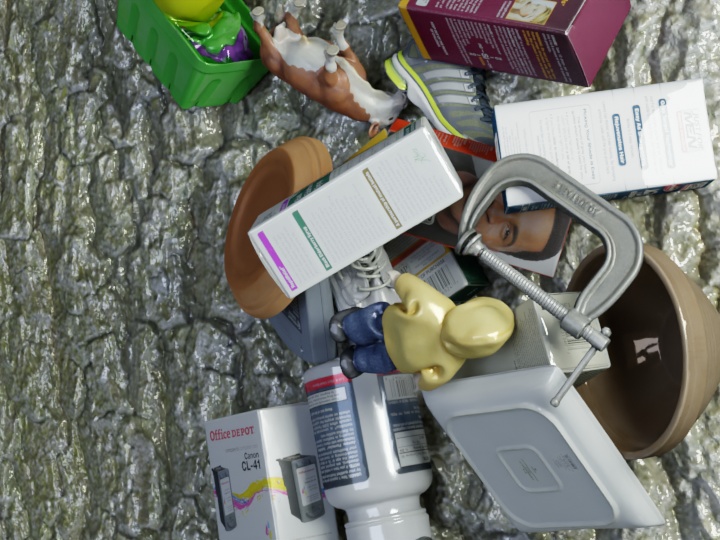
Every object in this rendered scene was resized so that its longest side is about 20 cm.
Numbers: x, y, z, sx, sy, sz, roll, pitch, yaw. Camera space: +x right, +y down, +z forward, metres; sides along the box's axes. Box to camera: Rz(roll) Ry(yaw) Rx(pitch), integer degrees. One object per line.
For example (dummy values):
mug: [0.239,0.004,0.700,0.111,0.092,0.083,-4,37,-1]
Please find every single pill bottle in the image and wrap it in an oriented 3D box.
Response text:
pill bottle: [0.013,0.195,1.535,0.119,0.119,0.201,-17,79,34]

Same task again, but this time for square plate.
square plate: [0.168,0.183,1.386,0.198,0.028,0.200,-15,116,52]

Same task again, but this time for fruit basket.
fruit basket: [-0.188,-0.316,1.665,0.215,0.155,0.217,13,109,43]

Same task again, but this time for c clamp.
c clamp: [0.163,-0.006,1.300,0.171,0.027,0.200,-47,69,2]

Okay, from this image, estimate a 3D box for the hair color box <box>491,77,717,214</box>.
hair color box: [0.230,-0.117,1.366,0.199,0.061,0.101,-7,84,2]

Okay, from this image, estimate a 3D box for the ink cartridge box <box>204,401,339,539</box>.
ink cartridge box: [-0.100,0.256,1.610,0.147,0.085,0.201,-19,79,57]

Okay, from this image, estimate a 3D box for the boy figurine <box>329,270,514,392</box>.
boy figurine: [0.059,0.056,1.388,0.199,0.064,0.125,-12,100,41]

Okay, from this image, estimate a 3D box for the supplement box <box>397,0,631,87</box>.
supplement box: [0.155,-0.265,1.438,0.199,0.086,0.111,16,66,34]

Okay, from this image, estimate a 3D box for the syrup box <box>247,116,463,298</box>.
syrup box: [-0.004,-0.061,1.382,0.199,0.079,0.082,-29,99,9]

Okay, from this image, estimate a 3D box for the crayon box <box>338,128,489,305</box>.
crayon box: [0.040,-0.037,1.562,0.126,0.051,0.201,-37,69,29]

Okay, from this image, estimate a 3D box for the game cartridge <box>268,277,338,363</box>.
game cartridge: [-0.074,0.020,1.582,0.200,0.041,0.134,-137,34,-60]

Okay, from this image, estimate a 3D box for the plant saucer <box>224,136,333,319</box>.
plant saucer: [-0.094,-0.050,1.519,0.200,0.037,0.201,-38,43,47]

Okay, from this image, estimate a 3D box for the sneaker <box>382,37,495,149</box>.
sneaker: [0.107,-0.184,1.508,0.200,0.074,0.081,47,109,23]

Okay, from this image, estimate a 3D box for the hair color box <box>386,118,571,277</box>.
hair color box: [0.114,-0.074,1.443,0.199,0.061,0.102,16,109,4]

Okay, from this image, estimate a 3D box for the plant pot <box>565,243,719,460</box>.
plant pot: [0.278,0.072,1.343,0.201,0.092,0.202,177,90,-65]

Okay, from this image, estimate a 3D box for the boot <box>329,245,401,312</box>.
boot: [0.000,0.000,1.491,0.073,0.096,0.200,-26,67,-15]

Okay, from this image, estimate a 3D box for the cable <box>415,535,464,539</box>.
cable: [0.056,0.348,1.517,0.200,0.097,0.050,-51,43,22]

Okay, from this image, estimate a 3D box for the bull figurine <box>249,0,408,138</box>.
bull figurine: [-0.039,-0.226,1.580,0.199,0.122,0.065,27,61,28]

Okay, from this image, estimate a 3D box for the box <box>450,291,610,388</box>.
box: [0.159,0.094,1.410,0.200,0.068,0.083,-44,54,58]
